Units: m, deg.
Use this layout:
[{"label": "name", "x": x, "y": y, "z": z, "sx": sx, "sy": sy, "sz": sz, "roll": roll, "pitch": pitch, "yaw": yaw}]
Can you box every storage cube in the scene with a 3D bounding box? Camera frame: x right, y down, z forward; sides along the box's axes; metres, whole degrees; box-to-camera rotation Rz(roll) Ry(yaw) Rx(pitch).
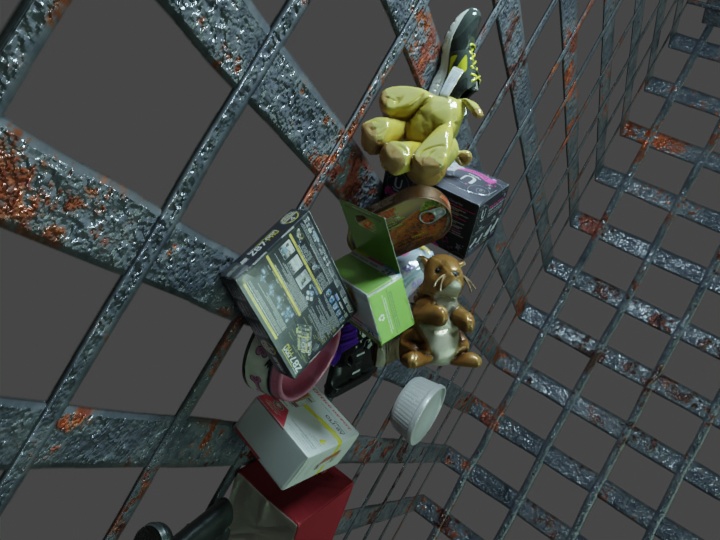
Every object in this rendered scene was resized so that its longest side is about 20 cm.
[{"label": "storage cube", "x": -0.148, "y": 0.473, "z": 1.230, "sx": 0.179, "sy": 0.169, "sz": 0.203, "roll": -16, "pitch": 131, "yaw": -55}]

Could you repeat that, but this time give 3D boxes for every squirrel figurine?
[{"label": "squirrel figurine", "x": 0.129, "y": 0.067, "z": 1.105, "sx": 0.200, "sy": 0.138, "sz": 0.191, "roll": -173, "pitch": -95, "yaw": -79}]

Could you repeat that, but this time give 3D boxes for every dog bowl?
[{"label": "dog bowl", "x": -0.110, "y": 0.135, "z": 1.072, "sx": 0.200, "sy": 0.073, "sz": 0.202, "roll": -44, "pitch": 150, "yaw": -33}]

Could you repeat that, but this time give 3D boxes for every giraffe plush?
[{"label": "giraffe plush", "x": 0.110, "y": -0.213, "z": 1.035, "sx": 0.200, "sy": 0.172, "sz": 0.163, "roll": -44, "pitch": 158, "yaw": -10}]

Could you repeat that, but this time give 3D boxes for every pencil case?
[{"label": "pencil case", "x": 0.079, "y": 0.025, "z": 1.299, "sx": 0.199, "sy": 0.090, "sz": 0.084, "roll": -41, "pitch": 122, "yaw": -34}]

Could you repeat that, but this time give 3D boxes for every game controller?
[{"label": "game controller", "x": -0.015, "y": 0.215, "z": 1.390, "sx": 0.199, "sy": 0.041, "sz": 0.107, "roll": -13, "pitch": 113, "yaw": -59}]

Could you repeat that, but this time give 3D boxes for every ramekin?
[{"label": "ramekin", "x": 0.170, "y": 0.416, "z": 1.874, "sx": 0.202, "sy": 0.093, "sz": 0.205, "roll": -43, "pitch": 149, "yaw": -34}]

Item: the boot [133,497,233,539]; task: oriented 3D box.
[{"label": "boot", "x": -0.289, "y": 0.448, "z": 1.051, "sx": 0.199, "sy": 0.065, "sz": 0.167, "roll": -14, "pitch": 136, "yaw": -54}]

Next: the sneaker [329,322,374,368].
[{"label": "sneaker", "x": -0.009, "y": 0.098, "z": 1.178, "sx": 0.070, "sy": 0.098, "sz": 0.203, "roll": -58, "pitch": 172, "yaw": -72}]

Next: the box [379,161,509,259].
[{"label": "box", "x": 0.152, "y": -0.134, "z": 1.151, "sx": 0.132, "sy": 0.198, "sz": 0.116, "roll": -33, "pitch": 145, "yaw": -45}]

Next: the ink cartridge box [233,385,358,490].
[{"label": "ink cartridge box", "x": -0.112, "y": 0.294, "z": 1.133, "sx": 0.084, "sy": 0.145, "sz": 0.199, "roll": -52, "pitch": 158, "yaw": 14}]

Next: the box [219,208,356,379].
[{"label": "box", "x": -0.100, "y": 0.036, "z": 0.936, "sx": 0.162, "sy": 0.049, "sz": 0.202, "roll": -48, "pitch": 129, "yaw": -30}]

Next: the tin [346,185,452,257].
[{"label": "tin", "x": 0.065, "y": -0.081, "z": 1.078, "sx": 0.112, "sy": 0.197, "sz": 0.043, "roll": 40, "pitch": 39, "yaw": -41}]

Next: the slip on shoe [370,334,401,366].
[{"label": "slip on shoe", "x": 0.057, "y": 0.115, "z": 1.201, "sx": 0.059, "sy": 0.077, "sz": 0.202, "roll": -6, "pitch": 134, "yaw": -9}]

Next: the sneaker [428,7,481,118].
[{"label": "sneaker", "x": 0.187, "y": -0.364, "z": 1.120, "sx": 0.074, "sy": 0.084, "sz": 0.203, "roll": -20, "pitch": 132, "yaw": -56}]

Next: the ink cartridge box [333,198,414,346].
[{"label": "ink cartridge box", "x": 0.000, "y": 0.000, "z": 1.022, "sx": 0.075, "sy": 0.147, "sz": 0.203, "roll": -30, "pitch": 121, "yaw": -20}]
